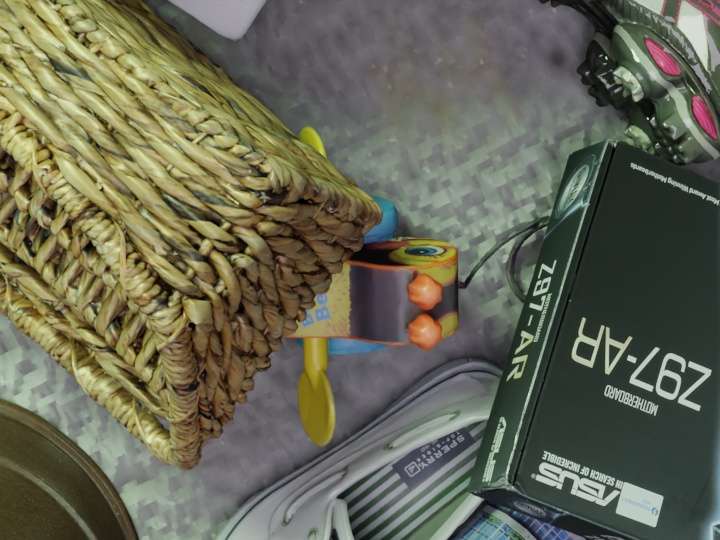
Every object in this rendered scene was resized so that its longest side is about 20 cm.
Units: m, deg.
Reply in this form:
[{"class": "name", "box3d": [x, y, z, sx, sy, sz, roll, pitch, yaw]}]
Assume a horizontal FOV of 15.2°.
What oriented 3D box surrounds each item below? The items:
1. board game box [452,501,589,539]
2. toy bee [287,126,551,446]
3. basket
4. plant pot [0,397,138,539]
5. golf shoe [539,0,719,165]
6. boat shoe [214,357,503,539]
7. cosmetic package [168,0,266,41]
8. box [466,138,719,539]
[{"class": "board game box", "box3d": [0.119, 0.188, 1.210, 0.200, 0.062, 0.200, -45, 104, -13]}, {"class": "toy bee", "box3d": [0.000, 0.000, 1.164, 0.199, 0.109, 0.132, -23, 103, 2]}, {"class": "basket", "box3d": [-0.119, -0.031, 1.096, 0.200, 0.143, 0.149, 42, 99, 19]}, {"class": "plant pot", "box3d": [-0.191, 0.175, 1.150, 0.198, 0.198, 0.202, -1, 105, -3]}, {"class": "golf shoe", "box3d": [0.112, -0.141, 1.163, 0.088, 0.077, 0.201, -39, 109, -10]}, {"class": "boat shoe", "box3d": [-0.008, 0.117, 1.213, 0.073, 0.067, 0.200, 41, 98, -12]}, {"class": "cosmetic package", "box3d": [-0.039, -0.208, 1.128, 0.101, 0.074, 0.201, 31, 102, -11]}, {"class": "box", "box3d": [0.162, 0.054, 1.176, 0.199, 0.043, 0.161, 22, 76, -15]}]
